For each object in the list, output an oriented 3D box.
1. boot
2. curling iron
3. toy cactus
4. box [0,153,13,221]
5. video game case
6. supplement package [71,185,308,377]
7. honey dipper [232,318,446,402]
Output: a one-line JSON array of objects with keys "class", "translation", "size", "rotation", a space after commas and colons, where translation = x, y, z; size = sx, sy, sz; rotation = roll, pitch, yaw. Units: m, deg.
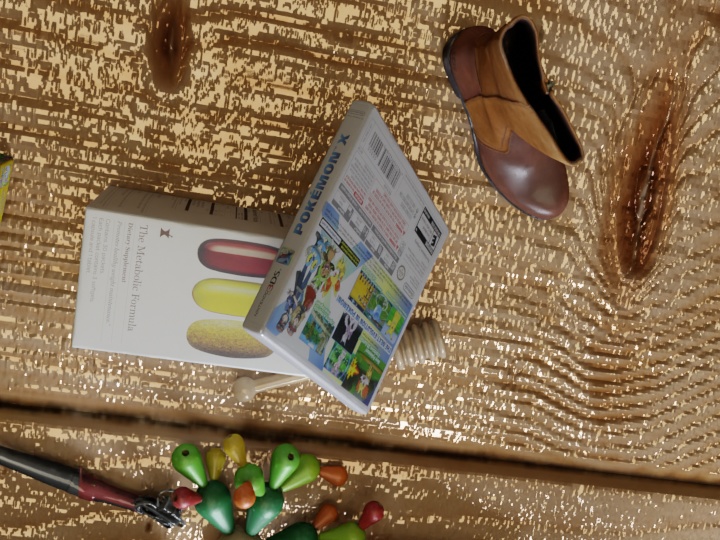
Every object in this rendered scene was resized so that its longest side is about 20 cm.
[{"class": "boot", "translation": [0.139, -0.108, 0.662], "size": [0.068, 0.200, 0.191], "rotation": [-24, 106, -1]}, {"class": "curling iron", "translation": [-0.249, 0.189, 0.770], "size": [0.197, 0.026, 0.050], "rotation": [23, 137, -9]}, {"class": "toy cactus", "translation": [-0.092, 0.236, 0.779], "size": [0.198, 0.103, 0.167], "rotation": [23, 108, -21]}, {"class": "box", "translation": [-0.385, -0.040, 0.613], "size": [0.197, 0.193, 0.124], "rotation": [15, 102, -10]}, {"class": "video game case", "translation": [0.000, 0.000, 0.666], "size": [0.022, 0.200, 0.184], "rotation": [18, 74, 29]}, {"class": "supplement package", "translation": [-0.122, 0.007, 0.702], "size": [0.196, 0.110, 0.116], "rotation": [8, 103, -10]}, {"class": "honey dipper", "translation": [-0.020, 0.087, 0.777], "size": [0.197, 0.038, 0.039], "rotation": [-15, 105, 0]}]
